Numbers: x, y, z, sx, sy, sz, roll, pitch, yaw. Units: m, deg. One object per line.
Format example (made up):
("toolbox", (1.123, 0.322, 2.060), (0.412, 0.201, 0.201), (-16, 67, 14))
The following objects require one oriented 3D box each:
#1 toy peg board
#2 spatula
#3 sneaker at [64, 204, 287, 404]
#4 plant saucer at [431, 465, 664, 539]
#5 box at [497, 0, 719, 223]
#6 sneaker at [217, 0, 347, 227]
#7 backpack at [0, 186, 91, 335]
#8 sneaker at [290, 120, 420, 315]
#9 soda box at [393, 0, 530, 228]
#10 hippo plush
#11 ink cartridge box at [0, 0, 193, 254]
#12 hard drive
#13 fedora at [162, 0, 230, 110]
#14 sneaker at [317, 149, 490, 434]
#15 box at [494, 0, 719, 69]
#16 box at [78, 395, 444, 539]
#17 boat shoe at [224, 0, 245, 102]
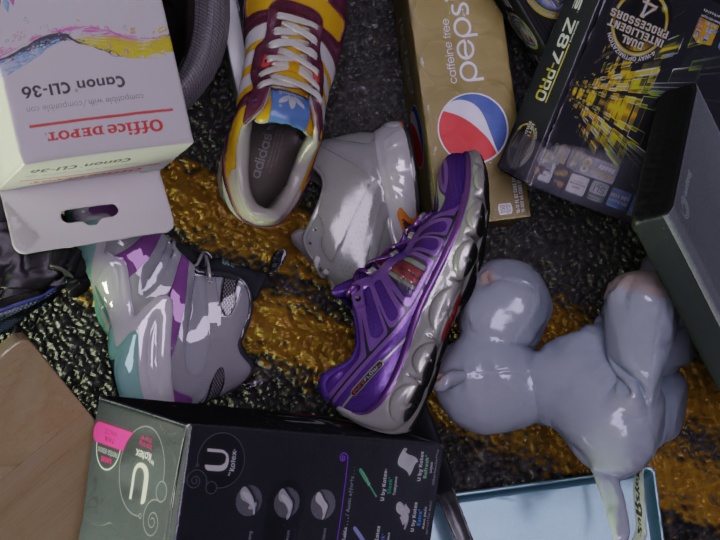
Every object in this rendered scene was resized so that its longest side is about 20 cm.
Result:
("toy peg board", (-0.251, 0.164, 1.228), (0.200, 0.098, 0.199), (-39, 116, -8))
("spatula", (0.063, 0.165, 1.266), (0.056, 0.021, 0.201), (-22, 103, 0))
("sneaker", (-0.120, -0.005, 1.269), (0.139, 0.078, 0.201), (-17, 97, -9))
("plant saucer", (0.114, 0.185, 1.307), (0.199, 0.019, 0.070), (-7, 86, -7))
("box", (0.209, -0.110, 1.272), (0.199, 0.049, 0.162), (19, 100, -29))
("sneaker", (-0.046, -0.126, 1.222), (0.075, 0.090, 0.201), (7, 98, -13))
("backpack", (-0.307, -0.019, 1.202), (0.200, 0.147, 0.183), (-26, 87, -20))
("sneaker", (0.000, 0.000, 1.287), (0.092, 0.076, 0.201), (-6, 79, 0))
("soda box", (0.068, -0.128, 1.302), (0.067, 0.064, 0.201), (-7, 86, -8))
("hippo plush", (0.136, 0.074, 1.276), (0.160, 0.159, 0.201), (10, 85, 19))
("ink cartridge box", (-0.177, -0.120, 1.155), (0.116, 0.067, 0.201), (-10, 82, -27))
("hard drive", (0.238, -0.004, 1.229), (0.033, 0.140, 0.200), (-14, 125, 29))
("fedora", (-0.178, -0.175, 1.261), (0.176, 0.090, 0.201), (-11, 83, -7))
("sneaker", (0.029, 0.005, 1.209), (0.083, 0.081, 0.201), (20, 70, 10))
("box", (0.188, -0.188, 1.291), (0.160, 0.044, 0.200), (-39, 117, -9))
("box", (-0.063, 0.146, 1.194), (0.199, 0.122, 0.107), (8, 90, -36))
("boat shoe", (-0.076, -0.208, 1.290), (0.060, 0.076, 0.201), (-13, 99, -8))
